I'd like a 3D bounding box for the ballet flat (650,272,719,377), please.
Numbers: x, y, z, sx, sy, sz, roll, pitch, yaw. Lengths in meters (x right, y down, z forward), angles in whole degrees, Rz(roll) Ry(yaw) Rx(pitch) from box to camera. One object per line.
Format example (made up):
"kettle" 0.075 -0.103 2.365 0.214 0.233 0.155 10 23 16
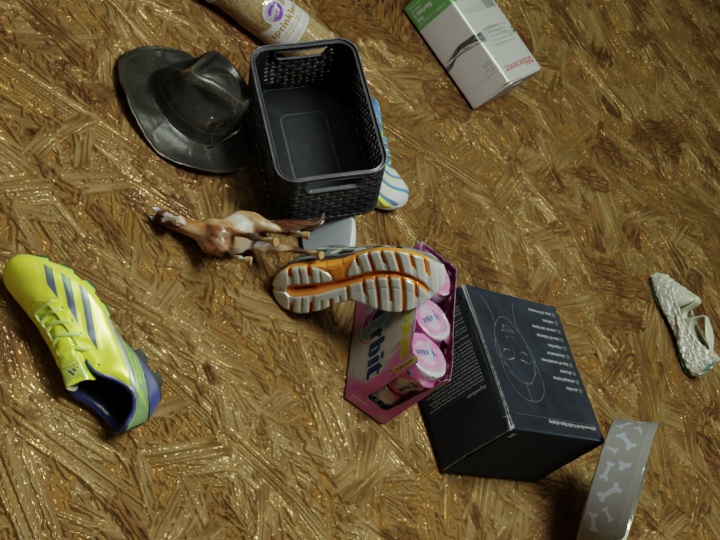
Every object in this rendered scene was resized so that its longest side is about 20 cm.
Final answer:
"ballet flat" 0.540 0.081 2.387 0.072 0.072 0.201 17 47 -43

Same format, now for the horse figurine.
"horse figurine" -0.125 -0.040 1.630 0.199 0.132 0.050 -10 111 -54

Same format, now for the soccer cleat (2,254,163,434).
"soccer cleat" -0.268 0.069 1.370 0.200 0.065 0.084 49 35 -8

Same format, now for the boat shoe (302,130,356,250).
"boat shoe" -0.037 -0.076 1.802 0.066 0.070 0.201 43 31 -58

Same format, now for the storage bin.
"storage bin" -0.056 -0.169 1.748 0.134 0.094 0.201 -8 60 -12

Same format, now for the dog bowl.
"dog bowl" 0.321 0.278 1.827 0.058 0.201 0.200 16 31 13

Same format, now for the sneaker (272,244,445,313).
"sneaker" 0.000 0.000 1.680 0.077 0.198 0.079 -71 159 -65

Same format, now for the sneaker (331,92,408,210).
"sneaker" 0.009 -0.159 1.893 0.200 0.105 0.076 34 38 -28

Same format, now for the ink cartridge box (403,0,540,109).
"ink cartridge box" 0.181 -0.370 2.326 0.201 0.084 0.146 56 33 3

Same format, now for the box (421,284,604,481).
"box" 0.176 0.143 1.809 0.199 0.124 0.198 14 48 -46

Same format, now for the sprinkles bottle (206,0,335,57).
"sprinkles bottle" -0.126 -0.342 1.926 0.200 0.068 0.069 33 38 -30

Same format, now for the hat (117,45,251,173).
"hat" -0.185 -0.208 1.714 0.200 0.081 0.202 32 40 -31

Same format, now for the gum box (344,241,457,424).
"gum box" 0.049 0.076 1.719 0.066 0.113 0.201 37 37 -25
